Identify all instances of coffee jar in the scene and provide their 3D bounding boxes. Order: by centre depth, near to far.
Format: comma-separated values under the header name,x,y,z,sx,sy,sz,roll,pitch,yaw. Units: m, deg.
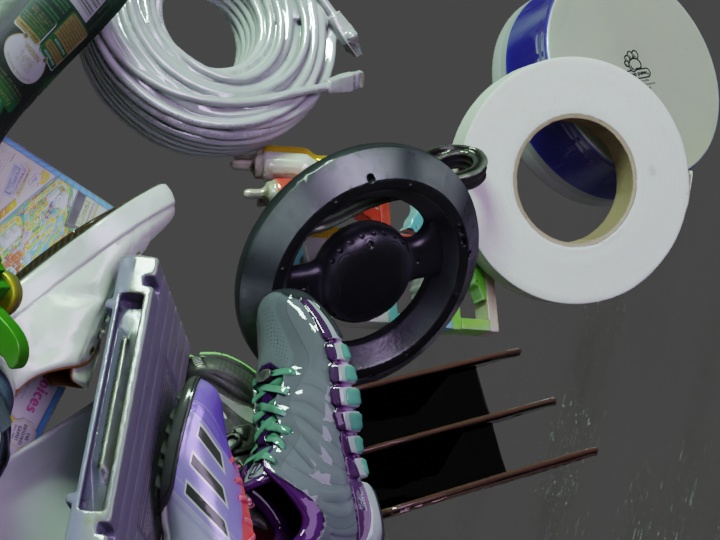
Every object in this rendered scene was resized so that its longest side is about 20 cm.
name,x,y,z,sx,sy,sz,roll,pitch,yaw
coffee jar,-0.251,-0.144,1.047,0.200,0.104,0.085,-54,141,-20

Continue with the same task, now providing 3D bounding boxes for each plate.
name,x,y,z,sx,sy,sz,roll,pitch,yaw
plate,-0.178,0.202,1.024,0.199,0.032,0.201,-33,99,-49

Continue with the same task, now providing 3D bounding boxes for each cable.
name,x,y,z,sx,sy,sz,roll,pitch,yaw
cable,-0.116,-0.183,1.181,0.200,0.069,0.201,-28,86,-33
cable,0.004,-0.070,1.186,0.199,0.097,0.051,-8,122,-7

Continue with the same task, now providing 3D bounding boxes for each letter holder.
name,x,y,z,sx,sy,sz,roll,pitch,yaw
letter holder,0.056,0.120,1.157,0.199,0.142,0.101,-11,81,-34

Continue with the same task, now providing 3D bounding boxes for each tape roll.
name,x,y,z,sx,sy,sz,roll,pitch,yaw
tape roll,0.170,-0.073,1.283,0.202,0.037,0.204,0,91,-14

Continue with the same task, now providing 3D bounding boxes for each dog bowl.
name,x,y,z,sx,sy,sz,roll,pitch,yaw
dog bowl,0.218,-0.163,1.389,0.199,0.079,0.201,11,70,-30

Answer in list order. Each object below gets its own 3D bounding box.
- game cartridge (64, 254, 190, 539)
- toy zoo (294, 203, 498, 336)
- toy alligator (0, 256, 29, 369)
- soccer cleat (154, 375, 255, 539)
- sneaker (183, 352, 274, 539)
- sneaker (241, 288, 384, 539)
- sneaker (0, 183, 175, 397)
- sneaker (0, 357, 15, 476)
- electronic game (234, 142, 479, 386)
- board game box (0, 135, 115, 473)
name,x,y,z,sx,sy,sz,roll,pitch,yaw
game cartridge,-0.146,0.108,0.998,0.038,0.130,0.201,4,60,3
toy zoo,0.020,-0.018,1.251,0.199,0.020,0.132,6,72,-31
toy alligator,-0.259,-0.025,0.956,0.201,0.054,0.059,66,13,6
soccer cleat,-0.094,0.169,1.010,0.073,0.068,0.201,3,86,4
sneaker,-0.076,0.149,1.090,0.076,0.084,0.201,-23,86,7
sneaker,-0.047,0.106,1.052,0.087,0.074,0.201,-2,69,-42
sneaker,-0.187,0.026,1.037,0.200,0.073,0.085,-42,102,-23
sneaker,-0.286,0.126,0.898,0.202,0.146,0.077,-35,109,-5
electronic game,0.000,0.000,1.160,0.199,0.042,0.201,-14,122,-24
board game box,-0.245,0.020,1.061,0.134,0.034,0.201,34,60,-19
